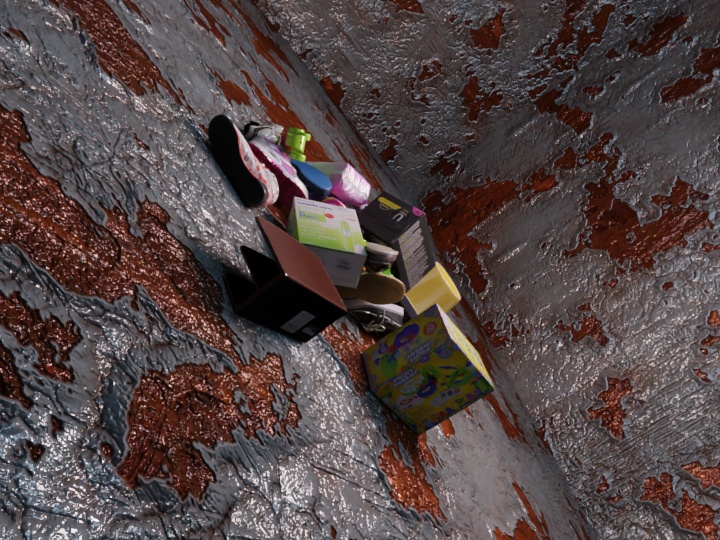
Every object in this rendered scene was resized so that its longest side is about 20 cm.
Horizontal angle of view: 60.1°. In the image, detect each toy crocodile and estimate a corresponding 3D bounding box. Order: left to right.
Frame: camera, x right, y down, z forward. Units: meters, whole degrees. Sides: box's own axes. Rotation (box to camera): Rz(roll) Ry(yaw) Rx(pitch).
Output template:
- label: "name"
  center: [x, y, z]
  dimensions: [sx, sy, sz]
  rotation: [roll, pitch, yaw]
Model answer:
- label: "toy crocodile"
  center: [-0.163, -0.306, 1.488]
  dimensions: [0.061, 0.068, 0.200]
  rotation: [11, 14, -19]

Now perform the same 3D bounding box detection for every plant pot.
- label: "plant pot"
  center: [0.180, 0.081, 1.802]
  dimensions: [0.201, 0.188, 0.201]
  rotation: [52, 14, -18]

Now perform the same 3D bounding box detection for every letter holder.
- label: "letter holder"
  center: [-0.132, 0.015, 1.041]
  dimensions: [0.200, 0.100, 0.143]
  rotation: [36, 22, -56]

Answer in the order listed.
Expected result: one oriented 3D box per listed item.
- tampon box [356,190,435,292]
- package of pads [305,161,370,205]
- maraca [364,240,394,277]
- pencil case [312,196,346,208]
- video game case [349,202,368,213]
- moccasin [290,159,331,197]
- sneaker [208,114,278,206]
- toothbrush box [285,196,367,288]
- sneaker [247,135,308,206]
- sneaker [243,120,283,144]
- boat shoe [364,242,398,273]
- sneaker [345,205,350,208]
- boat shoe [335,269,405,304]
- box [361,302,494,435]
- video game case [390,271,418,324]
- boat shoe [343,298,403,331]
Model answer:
- label: "tampon box"
  center: [0.087, -0.070, 1.590]
  dimensions: [0.149, 0.126, 0.201]
  rotation: [33, -25, 36]
- label: "package of pads"
  center: [-0.085, -0.225, 1.606]
  dimensions: [0.198, 0.076, 0.120]
  rotation: [10, -19, 37]
- label: "maraca"
  center: [0.000, 0.000, 1.475]
  dimensions: [0.199, 0.138, 0.107]
  rotation: [31, -11, -31]
- label: "pencil case"
  center: [-0.082, -0.134, 1.507]
  dimensions: [0.089, 0.088, 0.200]
  rotation: [52, -2, -15]
- label: "video game case"
  center: [0.000, -0.123, 1.768]
  dimensions: [0.201, 0.035, 0.182]
  rotation: [94, -27, -56]
- label: "moccasin"
  center: [-0.139, -0.222, 1.523]
  dimensions: [0.080, 0.069, 0.200]
  rotation: [-1, 31, -41]
- label: "sneaker"
  center: [-0.240, -0.222, 1.294]
  dimensions: [0.203, 0.067, 0.108]
  rotation: [60, 12, 3]
- label: "toothbrush box"
  center: [-0.076, -0.062, 1.311]
  dimensions: [0.144, 0.087, 0.201]
  rotation: [11, 29, -15]
- label: "sneaker"
  center: [-0.185, -0.234, 1.428]
  dimensions: [0.200, 0.081, 0.089]
  rotation: [50, 38, -28]
- label: "sneaker"
  center: [-0.245, -0.342, 1.545]
  dimensions: [0.087, 0.076, 0.200]
  rotation: [29, 10, -15]
- label: "boat shoe"
  center: [0.036, -0.023, 1.318]
  dimensions: [0.071, 0.060, 0.200]
  rotation: [15, 4, -3]
- label: "sneaker"
  center: [-0.050, -0.098, 1.719]
  dimensions: [0.084, 0.073, 0.202]
  rotation: [-14, 76, -40]
- label: "boat shoe"
  center: [0.001, 0.027, 1.382]
  dimensions: [0.198, 0.075, 0.069]
  rotation: [9, 19, -17]
- label: "box"
  center: [0.143, 0.214, 1.327]
  dimensions: [0.193, 0.199, 0.122]
  rotation: [48, 15, -33]
- label: "video game case"
  center: [0.097, 0.105, 1.612]
  dimensions: [0.201, 0.025, 0.181]
  rotation: [58, -18, 7]
- label: "boat shoe"
  center: [0.032, 0.110, 1.463]
  dimensions: [0.199, 0.073, 0.069]
  rotation: [20, 65, -52]
